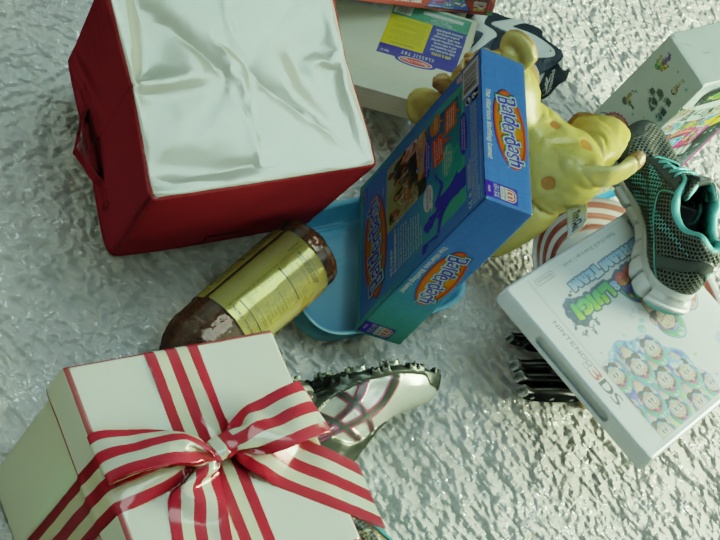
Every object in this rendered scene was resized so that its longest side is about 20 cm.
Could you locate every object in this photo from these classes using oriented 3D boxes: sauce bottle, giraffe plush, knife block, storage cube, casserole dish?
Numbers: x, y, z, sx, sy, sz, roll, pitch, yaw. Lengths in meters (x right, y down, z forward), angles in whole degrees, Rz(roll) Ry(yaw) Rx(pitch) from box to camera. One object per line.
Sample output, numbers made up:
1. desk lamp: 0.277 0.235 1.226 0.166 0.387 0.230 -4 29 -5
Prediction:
1. sauce bottle: -0.104 0.041 1.226 0.200 0.066 0.066 -41 85 -25
2. giraffe plush: 0.128 -0.119 1.374 0.162 0.173 0.200 51 4 -12
3. knife block: 0.230 0.090 1.428 0.200 0.064 0.176 41 47 -2
4. storage cube: -0.112 -0.122 1.224 0.200 0.180 0.171 -10 81 -20
5. casserole dish: 0.000 0.000 1.360 0.200 0.039 0.121 -15 68 -38

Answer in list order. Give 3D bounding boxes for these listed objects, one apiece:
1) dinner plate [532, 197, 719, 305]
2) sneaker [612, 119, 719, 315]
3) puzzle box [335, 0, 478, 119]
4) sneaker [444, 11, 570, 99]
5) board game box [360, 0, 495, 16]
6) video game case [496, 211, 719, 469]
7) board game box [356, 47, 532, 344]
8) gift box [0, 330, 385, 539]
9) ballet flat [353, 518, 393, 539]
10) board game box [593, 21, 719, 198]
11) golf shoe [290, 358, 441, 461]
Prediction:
1. dinner plate: 0.234 0.022 1.418 0.200 0.024 0.200 17 48 -21
2. sneaker: 0.275 -0.061 1.395 0.077 0.091 0.200 13 50 -25
3. puzzle box: -0.002 -0.204 1.467 0.200 0.025 0.133 17 48 4
4. sneaker: 0.152 -0.174 1.551 0.129 0.080 0.199 3 47 -22
5. board game box: 0.018 -0.272 1.507 0.200 0.019 0.103 1 25 -31
6. video game case: 0.234 0.051 1.363 0.200 0.024 0.182 -29 74 -43
7. board game box: 0.062 -0.056 1.277 0.045 0.200 0.152 19 51 -22
8. gift box: -0.112 0.162 1.071 0.184 0.187 0.200 -15 67 -38
9. ballet flat: 0.031 0.241 1.202 0.200 0.068 0.075 32 69 -3
10. board game box: 0.296 -0.153 1.548 0.147 0.200 0.064 -18 70 -39
11. golf shoe: -0.020 0.119 1.254 0.200 0.077 0.088 -9 84 -34
